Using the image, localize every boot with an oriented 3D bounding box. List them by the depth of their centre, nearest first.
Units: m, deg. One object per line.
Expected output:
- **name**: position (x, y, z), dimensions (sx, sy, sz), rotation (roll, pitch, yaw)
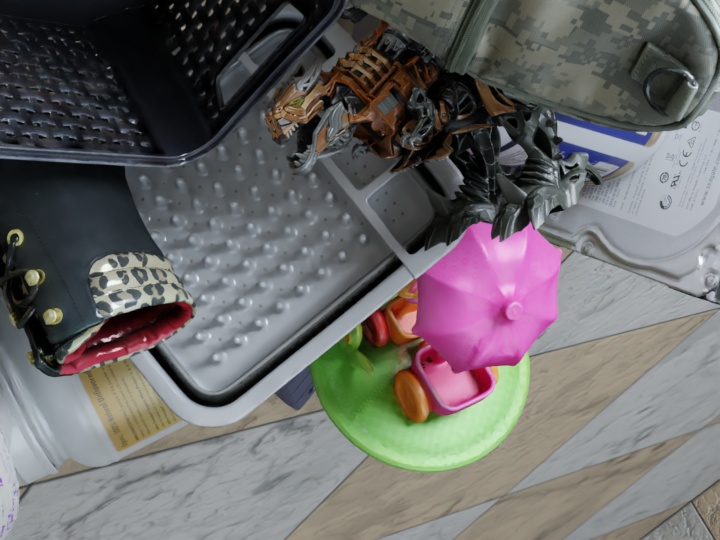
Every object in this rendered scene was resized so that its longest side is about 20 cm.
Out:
- **boot**: position (-0.184, -0.023, 0.739), dimensions (0.203, 0.154, 0.074), rotation (-12, 153, -40)

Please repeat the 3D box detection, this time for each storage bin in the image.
- **storage bin**: position (-0.120, -0.125, 0.679), dimensions (0.135, 0.094, 0.199), rotation (-42, 155, 30)

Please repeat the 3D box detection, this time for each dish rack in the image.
- **dish rack**: position (-0.059, -0.032, 0.848), dimensions (0.200, 0.172, 0.044), rotation (-39, 176, -5)

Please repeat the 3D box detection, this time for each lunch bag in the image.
- **lunch bag**: position (0.116, -0.165, 0.705), dimensions (0.200, 0.167, 0.140), rotation (-54, 177, -42)

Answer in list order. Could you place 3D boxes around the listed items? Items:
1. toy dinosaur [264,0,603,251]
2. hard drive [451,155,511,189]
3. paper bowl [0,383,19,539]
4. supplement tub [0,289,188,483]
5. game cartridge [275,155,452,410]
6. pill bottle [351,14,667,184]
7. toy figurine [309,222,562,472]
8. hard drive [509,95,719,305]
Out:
- **toy dinosaur**: position (0.055, -0.087, 0.769), dimensions (0.199, 0.136, 0.102), rotation (-23, -173, -1)
- **hard drive**: position (0.084, -0.036, 1.154), dimensions (0.140, 0.033, 0.200), rotation (-48, 161, -21)
- **paper bowl**: position (-0.266, 0.081, 0.825), dimensions (0.104, 0.200, 0.201), rotation (-48, 177, -44)
- **supplement tub**: position (-0.134, 0.027, 0.932), dimensions (0.199, 0.145, 0.145), rotation (-26, 159, -9)
- **game cartridge**: position (0.000, 0.000, 1.101), dimensions (0.200, 0.038, 0.130), rotation (-52, 167, -12)
- **pill bottle**: position (0.093, -0.120, 0.927), dimensions (0.199, 0.116, 0.116), rotation (9, 138, -48)
- **toy figurine**: position (0.048, 0.003, 0.935), dimensions (0.149, 0.201, 0.184), rotation (-22, 166, -21)
- **hard drive**: position (0.182, -0.069, 1.003), dimensions (0.038, 0.200, 0.141), rotation (15, 96, -40)
